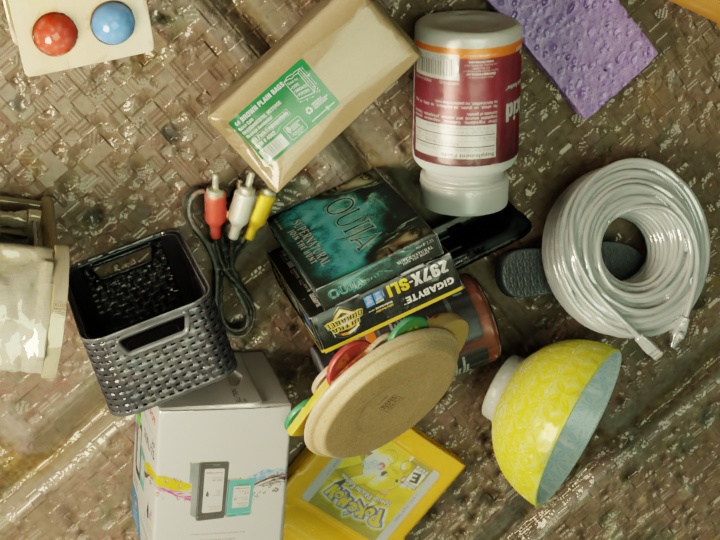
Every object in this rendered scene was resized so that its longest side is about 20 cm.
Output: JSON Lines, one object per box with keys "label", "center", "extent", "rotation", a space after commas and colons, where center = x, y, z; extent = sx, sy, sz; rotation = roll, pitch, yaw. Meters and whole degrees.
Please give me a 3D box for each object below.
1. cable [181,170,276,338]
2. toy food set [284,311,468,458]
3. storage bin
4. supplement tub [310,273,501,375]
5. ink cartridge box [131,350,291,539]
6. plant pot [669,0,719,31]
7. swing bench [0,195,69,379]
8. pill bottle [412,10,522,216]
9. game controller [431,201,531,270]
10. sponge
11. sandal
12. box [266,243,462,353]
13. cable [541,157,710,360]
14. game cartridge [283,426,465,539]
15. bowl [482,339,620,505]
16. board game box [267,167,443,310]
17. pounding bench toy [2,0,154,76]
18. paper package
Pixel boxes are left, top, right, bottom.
{"label": "cable", "center": [-0.145, -0.016, 1.752], "extent": [0.097, 0.050, 0.200], "rotation": [0, 110, -19]}
{"label": "toy food set", "center": [0.020, 0.121, 1.709], "extent": [0.198, 0.049, 0.200], "rotation": [2, 133, -51]}
{"label": "storage bin", "center": [-0.218, 0.051, 1.672], "extent": [0.135, 0.200, 0.094], "rotation": [-21, 115, -8]}
{"label": "supplement tub", "center": [0.049, 0.082, 1.823], "extent": [0.200, 0.107, 0.107], "rotation": [-20, 116, -8]}
{"label": "ink cartridge box", "center": [-0.165, 0.207, 1.784], "extent": [0.146, 0.147, 0.200], "rotation": [-1, 111, -16]}
{"label": "plant pot", "center": [0.370, -0.349, 1.714], "extent": [0.183, 0.200, 0.201], "rotation": [11, 108, -5]}
{"label": "swing bench", "center": [-0.396, 0.004, 1.598], "extent": [0.198, 0.200, 0.130], "rotation": [7, 109, -20]}
{"label": "pill bottle", "center": [0.112, -0.166, 1.738], "extent": [0.114, 0.114, 0.200], "rotation": [-6, 113, -15]}
{"label": "game controller", "center": [0.089, -0.020, 1.795], "extent": [0.200, 0.104, 0.042], "rotation": [-26, 119, -6]}
{"label": "sponge", "center": [0.226, -0.270, 1.780], "extent": [0.112, 0.030, 0.200], "rotation": [-42, 117, 2]}
{"label": "sandal", "center": [0.246, 0.000, 1.889], "extent": [0.200, 0.043, 0.076], "rotation": [6, 89, -20]}
{"label": "box", "center": [0.000, 0.000, 1.722], "extent": [0.159, 0.200, 0.049], "rotation": [-24, 115, -8]}
{"label": "cable", "center": [0.302, -0.024, 1.851], "extent": [0.200, 0.069, 0.200], "rotation": [33, 78, -16]}
{"label": "game cartridge", "center": [-0.001, 0.259, 1.921], "extent": [0.176, 0.032, 0.200], "rotation": [35, 97, -26]}
{"label": "bowl", "center": [0.205, 0.157, 1.882], "extent": [0.108, 0.200, 0.200], "rotation": [28, 105, 18]}
{"label": "board game box", "center": [-0.009, -0.037, 1.702], "extent": [0.135, 0.200, 0.028], "rotation": [-26, 119, -7]}
{"label": "pounding bench toy", "center": [-0.280, -0.303, 1.534], "extent": [0.124, 0.156, 0.200], "rotation": [-14, 114, -12]}
{"label": "paper package", "center": [-0.048, -0.189, 1.630], "extent": [0.200, 0.191, 0.103], "rotation": [-42, 99, 3]}
